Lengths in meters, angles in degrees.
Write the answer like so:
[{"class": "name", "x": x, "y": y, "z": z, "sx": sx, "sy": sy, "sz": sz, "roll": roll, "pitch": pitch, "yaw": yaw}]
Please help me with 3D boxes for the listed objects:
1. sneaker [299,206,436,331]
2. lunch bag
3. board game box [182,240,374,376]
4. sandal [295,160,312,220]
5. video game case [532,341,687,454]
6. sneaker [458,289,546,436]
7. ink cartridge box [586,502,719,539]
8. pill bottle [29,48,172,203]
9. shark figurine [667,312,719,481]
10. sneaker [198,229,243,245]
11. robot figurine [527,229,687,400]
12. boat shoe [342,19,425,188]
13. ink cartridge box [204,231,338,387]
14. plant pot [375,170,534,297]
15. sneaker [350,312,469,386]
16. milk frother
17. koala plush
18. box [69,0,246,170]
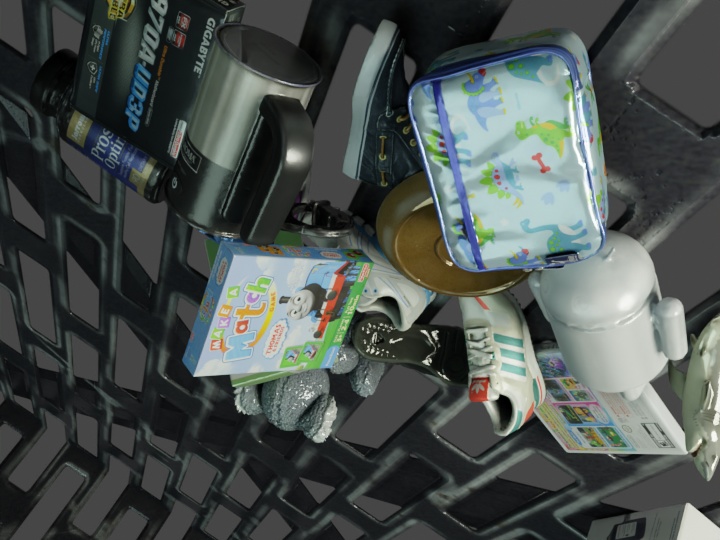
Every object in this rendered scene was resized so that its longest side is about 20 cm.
[{"class": "sneaker", "x": 0.000, "y": 0.000, "z": 0.986, "sx": 0.198, "sy": 0.087, "sz": 0.075, "roll": 35, "pitch": 148, "yaw": 1}, {"class": "lunch bag", "x": 0.132, "y": -0.099, "z": 0.701, "sx": 0.158, "sy": 0.083, "sz": 0.203, "roll": -4, "pitch": 118, "yaw": 26}, {"class": "board game box", "x": -0.090, "y": 0.045, "z": 0.899, "sx": 0.037, "sy": 0.197, "sz": 0.154, "roll": 42, "pitch": 119, "yaw": 41}, {"class": "sandal", "x": -0.098, "y": -0.124, "z": 0.945, "sx": 0.081, "sy": 0.050, "sz": 0.205, "roll": 17, "pitch": 141, "yaw": 20}, {"class": "video game case", "x": 0.289, "y": 0.163, "z": 0.999, "sx": 0.180, "sy": 0.024, "sz": 0.201, "roll": -13, "pitch": 125, "yaw": 49}, {"class": "sneaker", "x": 0.160, "y": 0.107, "z": 0.950, "sx": 0.069, "sy": 0.093, "sz": 0.203, "roll": -4, "pitch": 118, "yaw": 45}, {"class": "ink cartridge box", "x": 0.439, "y": 0.424, "z": 1.140, "sx": 0.144, "sy": 0.085, "sz": 0.200, "roll": 39, "pitch": 146, "yaw": -6}, {"class": "pill bottle", "x": -0.308, "y": -0.185, "z": 0.994, "sx": 0.198, "sy": 0.113, "sz": 0.112, "roll": 34, "pitch": 147, "yaw": -2}, {"class": "shark figurine", "x": 0.383, "y": 0.093, "z": 0.807, "sx": 0.087, "sy": 0.129, "sz": 0.218, "roll": 3, "pitch": 123, "yaw": 0}, {"class": "sneaker", "x": -0.164, "y": -0.072, "z": 0.975, "sx": 0.077, "sy": 0.067, "sz": 0.200, "roll": 7, "pitch": -164, "yaw": -20}, {"class": "robot figurine", "x": 0.248, "y": 0.041, "z": 0.799, "sx": 0.168, "sy": 0.113, "sz": 0.202, "roll": 12, "pitch": 142, "yaw": 42}, {"class": "boat shoe", "x": 0.040, "y": -0.154, "z": 0.783, "sx": 0.089, "sy": 0.072, "sz": 0.201, "roll": 21, "pitch": 149, "yaw": 5}, {"class": "ink cartridge box", "x": -0.121, "y": 0.040, "z": 1.052, "sx": 0.143, "sy": 0.204, "sz": 0.048, "roll": -16, "pitch": 168, "yaw": 14}, {"class": "plant pot", "x": 0.112, "y": -0.031, "z": 0.843, "sx": 0.195, "sy": 0.028, "sz": 0.202, "roll": 6, "pitch": 141, "yaw": 5}, {"class": "sneaker", "x": 0.078, "y": 0.100, "z": 1.064, "sx": 0.195, "sy": 0.078, "sz": 0.114, "roll": 12, "pitch": -178, "yaw": -9}, {"class": "milk frother", "x": -0.081, "y": -0.131, "z": 0.844, "sx": 0.180, "sy": 0.198, "sz": 0.190, "roll": 44, "pitch": 125, "yaw": 23}, {"class": "koala plush", "x": -0.077, "y": 0.138, "z": 1.119, "sx": 0.174, "sy": 0.201, "sz": 0.186, "roll": 21, "pitch": 145, "yaw": 18}, {"class": "box", "x": -0.226, "y": -0.232, "z": 0.861, "sx": 0.157, "sy": 0.046, "sz": 0.202, "roll": 31, "pitch": 124, "yaw": 5}]
